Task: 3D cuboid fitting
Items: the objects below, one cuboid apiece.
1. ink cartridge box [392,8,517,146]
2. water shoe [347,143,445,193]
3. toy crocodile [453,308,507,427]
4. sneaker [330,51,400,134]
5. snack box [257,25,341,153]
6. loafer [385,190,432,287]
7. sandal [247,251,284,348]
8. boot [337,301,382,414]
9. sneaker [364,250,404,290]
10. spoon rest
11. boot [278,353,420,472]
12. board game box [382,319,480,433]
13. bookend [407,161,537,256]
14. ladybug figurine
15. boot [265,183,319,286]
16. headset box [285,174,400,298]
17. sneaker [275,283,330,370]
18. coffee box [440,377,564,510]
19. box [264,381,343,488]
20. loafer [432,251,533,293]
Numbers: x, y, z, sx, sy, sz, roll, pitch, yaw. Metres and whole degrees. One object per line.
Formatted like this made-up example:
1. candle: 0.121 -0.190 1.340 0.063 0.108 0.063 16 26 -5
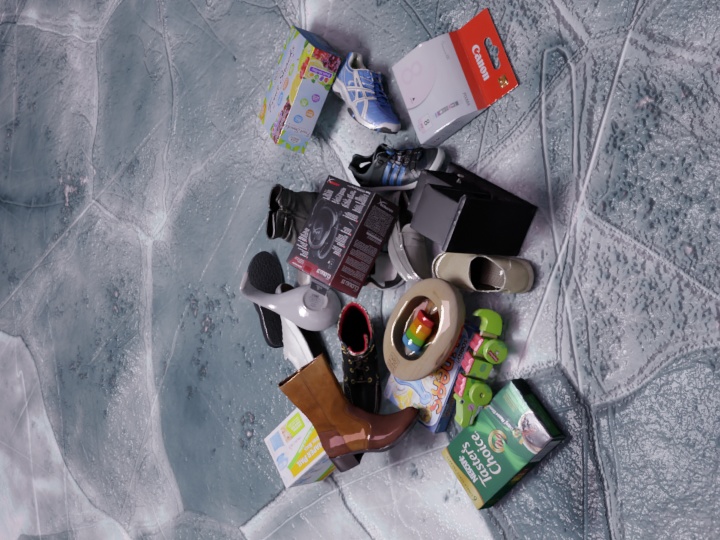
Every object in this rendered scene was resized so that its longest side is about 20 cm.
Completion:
1. ink cartridge box: 0.158 -0.335 1.662 0.200 0.057 0.164 -35 66 41
2. water shoe: 0.058 -0.188 1.714 0.199 0.079 0.072 -13 46 42
3. toy crocodile: 0.192 0.161 1.589 0.068 0.061 0.202 -128 54 -73
4. sneaker: 0.012 -0.326 1.775 0.200 0.075 0.077 51 125 29
5. snack box: -0.122 -0.353 1.869 0.201 0.067 0.169 -65 28 19
6. loafer: 0.085 -0.055 1.697 0.070 0.069 0.201 -46 53 34
7. sandal: -0.194 0.062 1.963 0.048 0.075 0.203 -29 69 57
8. boot: -0.002 0.163 1.714 0.072 0.151 0.202 -3 68 3
9. sneaker: 0.000 0.000 1.779 0.199 0.080 0.075 -3 85 41
10. spoon rest: -0.135 0.057 1.852 0.061 0.198 0.100 110 177 -60
11. boot: -0.017 0.226 1.671 0.187 0.069 0.201 -29 99 21
12. board game box: 0.126 0.164 1.688 0.135 0.034 0.202 31 110 39
13. bookend: 0.146 -0.108 1.565 0.199 0.198 0.093 34 111 39
14. ladybug figurine: 0.113 0.103 1.628 0.136 0.072 0.201 51 120 32
15. boot: -0.135 -0.064 1.868 0.067 0.130 0.202 2 90 42
16. headset box: -0.037 -0.053 1.717 0.148 0.077 0.202 25 89 50
17. sneaker: -0.136 0.126 1.903 0.084 0.072 0.202 -36 67 33
18. coffee box: 0.231 0.288 1.582 0.200 0.044 0.123 -51 58 30
19. box: -0.073 0.310 1.822 0.200 0.101 0.113 -47 60 31
20. loafer: 0.193 -0.002 1.606 0.199 0.068 0.077 6 93 43
